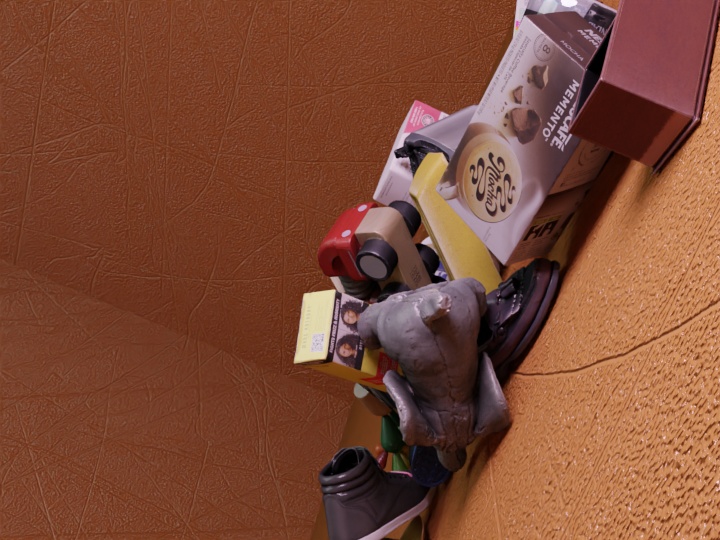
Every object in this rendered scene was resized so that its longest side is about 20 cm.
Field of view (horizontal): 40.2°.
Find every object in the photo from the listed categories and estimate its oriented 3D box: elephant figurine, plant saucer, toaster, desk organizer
[{"bbox_3d":[0.086,0.117,0.966,0.154,0.140,0.204,-16,-87,-52],"label":"elephant figurine"},{"bbox_3d":[0.111,-0.036,1.156,0.048,0.203,0.200,-26,6,2],"label":"plant saucer"},{"bbox_3d":[0.147,-0.142,1.295,0.200,0.128,0.115,36,149,53],"label":"toaster"},{"bbox_3d":[0.227,-0.185,0.767,0.072,0.076,0.202,113,178,-61],"label":"desk organizer"}]

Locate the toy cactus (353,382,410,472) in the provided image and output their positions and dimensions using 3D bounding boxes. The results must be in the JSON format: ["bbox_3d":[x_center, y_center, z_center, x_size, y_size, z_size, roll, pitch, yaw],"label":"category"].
[{"bbox_3d":[0.042,0.197,1.422,0.165,0.101,0.203,39,-123,-44],"label":"toy cactus"}]

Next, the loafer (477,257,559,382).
[{"bbox_3d":[0.141,0.055,1.009,0.201,0.062,0.073,111,179,-50],"label":"loafer"}]

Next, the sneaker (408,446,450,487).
[{"bbox_3d":[0.102,0.149,1.156,0.078,0.069,0.203,-98,29,-79],"label":"sneaker"}]

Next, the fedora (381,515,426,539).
[{"bbox_3d":[0.012,0.365,1.128,0.201,0.081,0.204,-158,89,-90],"label":"fedora"}]

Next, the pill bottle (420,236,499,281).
[{"bbox_3d":[0.122,0.020,1.328,0.120,0.118,0.203,113,178,-67],"label":"pill bottle"}]

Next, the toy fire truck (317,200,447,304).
[{"bbox_3d":[0.000,0.000,1.224,0.129,0.197,0.178,-58,-47,-39],"label":"toy fire truck"}]

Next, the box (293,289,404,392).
[{"bbox_3d":[0.019,0.084,1.038,0.050,0.199,0.077,-7,67,42],"label":"box"}]

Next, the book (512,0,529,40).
[{"bbox_3d":[0.204,-0.260,1.178,0.202,0.047,0.135,-75,-19,-49],"label":"book"}]

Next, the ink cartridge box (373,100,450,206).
[{"bbox_3d":[0.137,-0.135,1.430,0.085,0.197,0.147,123,170,-56],"label":"ink cartridge box"}]

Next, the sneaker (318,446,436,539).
[{"bbox_3d":[0.023,0.244,1.154,0.199,0.070,0.101,-20,-82,-53],"label":"sneaker"}]

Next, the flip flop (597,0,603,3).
[{"bbox_3d":[0.278,-0.297,1.206,0.202,0.056,0.082,-93,-1,-48],"label":"flip flop"}]

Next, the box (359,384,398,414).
[{"bbox_3d":[0.025,0.127,1.245,0.046,0.158,0.200,-50,-29,-10],"label":"box"}]

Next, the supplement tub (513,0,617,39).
[{"bbox_3d":[0.199,-0.180,1.022,0.123,0.121,0.203,-71,3,-76],"label":"supplement tub"}]

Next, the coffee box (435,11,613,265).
[{"bbox_3d":[0.165,-0.120,0.907,0.079,0.113,0.202,-15,-36,-40],"label":"coffee box"}]
